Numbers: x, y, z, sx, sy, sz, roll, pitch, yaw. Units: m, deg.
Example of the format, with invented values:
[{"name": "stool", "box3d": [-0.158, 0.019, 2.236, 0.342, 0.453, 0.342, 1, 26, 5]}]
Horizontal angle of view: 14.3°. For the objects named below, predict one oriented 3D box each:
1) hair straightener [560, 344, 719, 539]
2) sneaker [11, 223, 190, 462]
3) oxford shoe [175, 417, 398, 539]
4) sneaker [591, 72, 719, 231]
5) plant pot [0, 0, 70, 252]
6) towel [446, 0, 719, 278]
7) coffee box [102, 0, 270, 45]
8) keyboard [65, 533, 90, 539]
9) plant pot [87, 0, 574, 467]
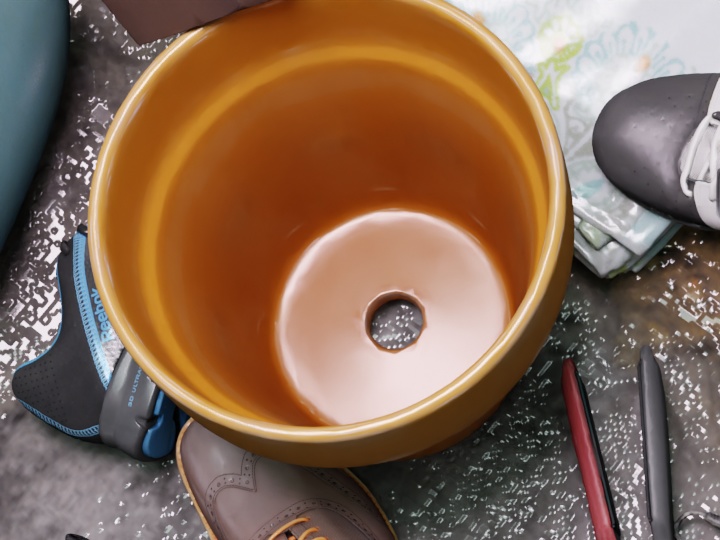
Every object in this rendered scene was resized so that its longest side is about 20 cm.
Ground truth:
[{"name": "hair straightener", "box3d": [0.143, 0.127, 1.263, 0.076, 0.041, 0.201, -13, 70, 7]}, {"name": "sneaker", "box3d": [-0.100, -0.016, 1.341, 0.081, 0.073, 0.201, 14, 74, 17]}, {"name": "oxford shoe", "box3d": [-0.014, 0.128, 1.276, 0.071, 0.073, 0.200, -43, 69, -5]}, {"name": "sneaker", "box3d": [0.187, -0.044, 1.239, 0.199, 0.088, 0.075, 16, 91, 22]}, {"name": "plant pot", "box3d": [-0.227, -0.101, 1.334, 0.200, 0.201, 0.162, 19, 65, 16]}, {"name": "towel", "box3d": [0.119, -0.116, 1.346, 0.171, 0.048, 0.200, 38, 82, 19]}, {"name": "coffee box", "box3d": [-0.078, -0.211, 1.226, 0.079, 0.113, 0.201, -15, 45, 24]}, {"name": "keyboard", "box3d": [-0.069, 0.172, 1.244, 0.199, 0.040, 0.105, 14, 113, 14]}, {"name": "plant pot", "box3d": [0.000, 0.000, 1.257, 0.199, 0.183, 0.201, -3, 72, 9]}]
